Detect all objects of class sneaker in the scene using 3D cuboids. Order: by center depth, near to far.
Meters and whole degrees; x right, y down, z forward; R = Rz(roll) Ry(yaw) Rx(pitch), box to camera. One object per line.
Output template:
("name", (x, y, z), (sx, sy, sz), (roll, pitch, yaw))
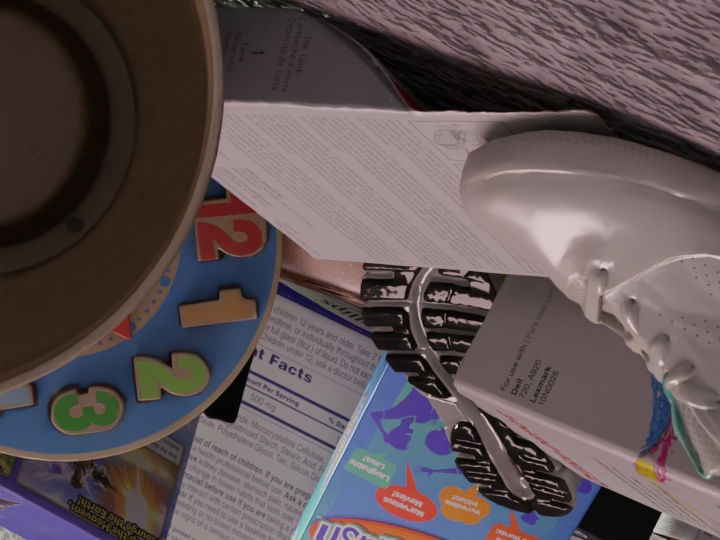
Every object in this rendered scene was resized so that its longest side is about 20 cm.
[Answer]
("sneaker", (0.115, 0.022, 0.667), (0.200, 0.089, 0.075), (24, 168, 10))
("sneaker", (0.064, 0.023, 0.959), (0.078, 0.090, 0.200), (9, 141, 33))

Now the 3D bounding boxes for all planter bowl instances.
("planter bowl", (-0.139, -0.056, 0.686), (0.200, 0.201, 0.135), (27, 180, 2))

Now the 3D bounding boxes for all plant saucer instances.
("plant saucer", (0.000, 0.000, 1.064), (0.200, 0.035, 0.200), (19, 176, 1))

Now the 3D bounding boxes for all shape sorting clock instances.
("shape sorting clock", (-0.134, -0.014, 0.911), (0.200, 0.200, 0.039), (28, 180, -7))

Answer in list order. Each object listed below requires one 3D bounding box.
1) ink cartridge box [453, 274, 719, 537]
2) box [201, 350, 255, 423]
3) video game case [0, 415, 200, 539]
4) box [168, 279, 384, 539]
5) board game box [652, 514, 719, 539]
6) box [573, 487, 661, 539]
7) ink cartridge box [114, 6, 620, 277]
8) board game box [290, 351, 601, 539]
("ink cartridge box", (0.161, 0.066, 0.854), (0.200, 0.084, 0.145), (22, 171, 36))
("box", (-0.178, -0.006, 1.201), (0.196, 0.118, 0.200), (13, -173, -26))
("video game case", (-0.165, 0.031, 1.004), (0.200, 0.182, 0.045), (35, 141, -30))
("box", (-0.054, 0.103, 1.379), (0.184, 0.200, 0.105), (25, -165, 18))
("board game box", (0.342, 0.251, 1.703), (0.200, 0.035, 0.126), (29, 173, -11))
("box", (0.134, 0.149, 1.584), (0.141, 0.079, 0.200), (27, 173, -18))
("ink cartridge box", (0.030, -0.048, 0.775), (0.200, 0.050, 0.162), (2, 159, 31))
("board game box", (0.059, 0.131, 1.249), (0.152, 0.200, 0.045), (22, -149, -5))
